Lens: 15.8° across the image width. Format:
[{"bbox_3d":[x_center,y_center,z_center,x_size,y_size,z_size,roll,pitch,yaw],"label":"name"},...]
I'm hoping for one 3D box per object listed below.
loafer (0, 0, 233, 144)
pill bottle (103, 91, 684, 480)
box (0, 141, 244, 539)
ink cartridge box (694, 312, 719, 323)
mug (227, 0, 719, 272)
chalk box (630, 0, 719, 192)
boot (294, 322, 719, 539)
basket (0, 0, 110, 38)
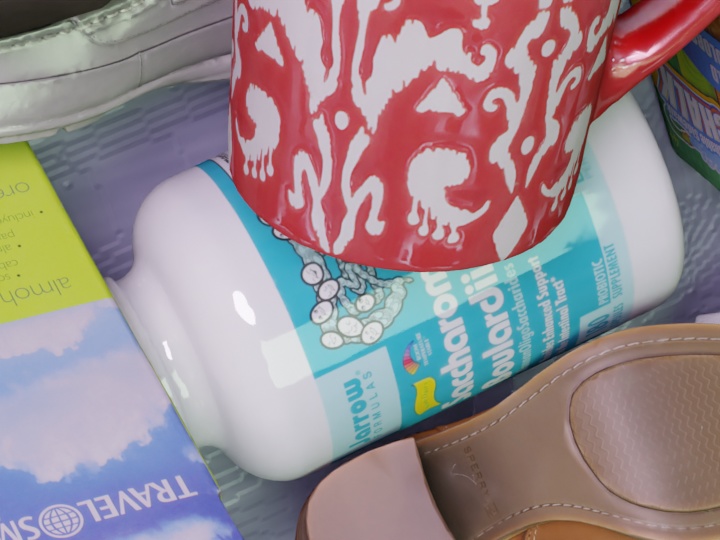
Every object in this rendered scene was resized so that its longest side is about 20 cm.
[{"bbox_3d":[-0.081,-0.088,0.819,0.200,0.070,0.070,-17,117,-25],"label":"loafer"},{"bbox_3d":[0.000,0.000,0.874,0.200,0.111,0.111,-25,124,-11],"label":"pill bottle"},{"bbox_3d":[-0.127,0.039,0.772,0.122,0.200,0.048,-15,141,-24],"label":"box"},{"bbox_3d":[0.245,0.051,0.968,0.161,0.200,0.050,26,68,-37],"label":"ink cartridge box"},{"bbox_3d":[0.042,-0.104,0.739,0.177,0.133,0.200,16,125,12],"label":"mug"},{"bbox_3d":[0.174,-0.086,0.902,0.124,0.125,0.200,-27,123,-10],"label":"chalk box"},{"bbox_3d":[0.073,0.073,0.920,0.199,0.155,0.074,-11,80,1],"label":"boot"},{"bbox_3d":[-0.174,-0.105,0.703,0.200,0.180,0.136,-16,98,-21],"label":"basket"}]
